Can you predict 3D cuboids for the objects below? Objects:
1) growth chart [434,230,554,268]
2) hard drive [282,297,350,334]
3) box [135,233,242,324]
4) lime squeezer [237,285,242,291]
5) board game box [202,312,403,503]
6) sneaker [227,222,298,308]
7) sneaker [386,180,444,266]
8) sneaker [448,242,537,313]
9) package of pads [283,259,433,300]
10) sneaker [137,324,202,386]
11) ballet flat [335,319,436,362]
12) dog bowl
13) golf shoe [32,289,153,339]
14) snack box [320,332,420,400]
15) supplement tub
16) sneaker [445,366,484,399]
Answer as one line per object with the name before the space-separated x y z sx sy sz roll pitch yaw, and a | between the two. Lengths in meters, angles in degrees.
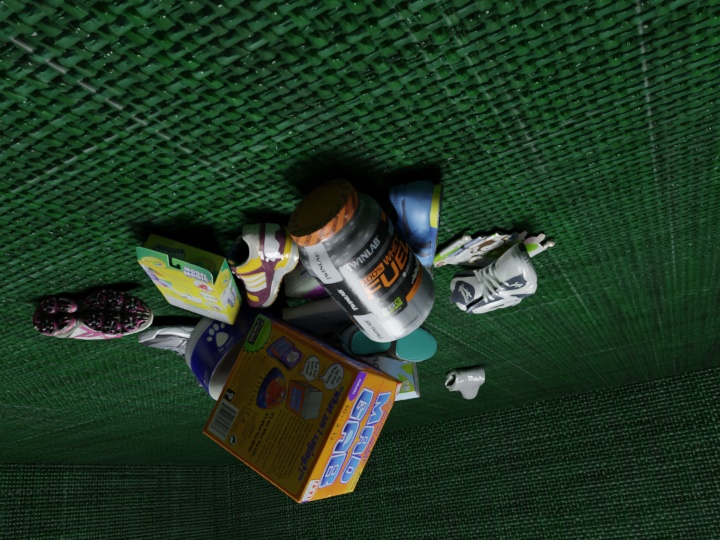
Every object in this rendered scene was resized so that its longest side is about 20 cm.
growth chart | 0.216 -0.031 1.001 0.196 0.018 0.145 3 154 -28
hard drive | -0.010 0.067 0.972 0.196 0.027 0.132 -13 160 22
box | -0.243 0.012 0.861 0.115 0.049 0.201 18 160 4
lime squeezer | -0.217 0.066 1.082 0.070 0.038 0.200 31 149 -7
board game box | -0.084 0.216 0.952 0.197 0.203 0.200 25 176 27
sneaker | -0.155 -0.010 0.868 0.088 0.076 0.200 11 146 -21
sneaker | 0.073 -0.065 0.822 0.077 0.067 0.201 6 160 8
sneaker | 0.213 0.024 1.000 0.127 0.081 0.199 -17 168 -3
package of pads | 0.000 0.000 0.935 0.197 0.070 0.154 9 154 -37
sneaker | -0.325 0.164 1.144 0.197 0.116 0.075 4 170 -30
ballet flat | 0.042 0.113 1.003 0.197 0.076 0.074 13 150 -38
dog bowl | -0.198 0.128 1.032 0.199 0.079 0.202 -35 152 -22
golf shoe | -0.424 0.075 0.977 0.196 0.074 0.092 -1 165 11
snack box | 0.013 0.140 1.097 0.165 0.204 0.068 -10 160 11
supplement tub | 0.002 -0.012 0.765 0.121 0.124 0.200 -20 129 29
sneaker | 0.325 0.365 1.932 0.113 0.075 0.201 -4 148 -6
